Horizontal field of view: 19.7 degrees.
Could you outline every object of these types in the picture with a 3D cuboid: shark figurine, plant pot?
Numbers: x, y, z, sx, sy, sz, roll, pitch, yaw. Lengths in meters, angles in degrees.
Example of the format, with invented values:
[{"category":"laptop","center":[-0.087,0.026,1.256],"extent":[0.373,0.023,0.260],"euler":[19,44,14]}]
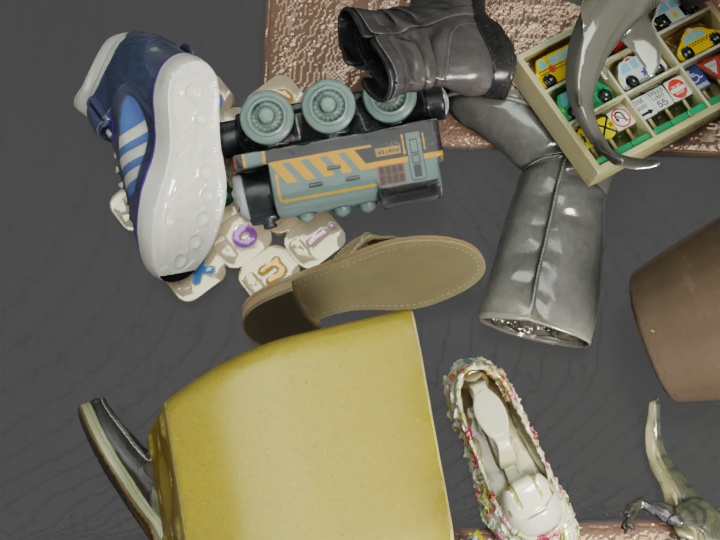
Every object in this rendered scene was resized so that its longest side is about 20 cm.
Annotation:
[{"category":"shark figurine","center":[0.196,-0.184,1.688],"extent":[0.128,0.090,0.215],"euler":[12,72,21]},{"category":"plant pot","center":[-0.058,0.157,1.625],"extent":[0.200,0.196,0.195],"euler":[-6,75,-13]},{"category":"plant pot","center":[0.318,0.028,1.683],"extent":[0.174,0.200,0.201],"euler":[-21,75,17]}]

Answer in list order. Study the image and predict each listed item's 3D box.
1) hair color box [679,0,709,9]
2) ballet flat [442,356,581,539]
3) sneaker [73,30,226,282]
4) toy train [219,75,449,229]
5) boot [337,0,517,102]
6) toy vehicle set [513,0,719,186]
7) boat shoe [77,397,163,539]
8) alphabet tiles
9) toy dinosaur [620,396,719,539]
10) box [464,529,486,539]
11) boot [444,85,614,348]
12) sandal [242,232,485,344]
[{"category":"hair color box","center":[0.327,-0.330,1.783],"extent":[0.200,0.064,0.111],"euler":[-42,102,-17]},{"category":"ballet flat","center":[0.121,0.161,1.705],"extent":[0.076,0.064,0.200],"euler":[-27,77,-5]},{"category":"sneaker","center":[-0.186,-0.104,1.772],"extent":[0.080,0.146,0.200],"euler":[-10,113,-39]},{"category":"toy train","center":[-0.019,-0.102,1.755],"extent":[0.200,0.085,0.114],"euler":[-10,86,0]},{"category":"boot","center":[0.039,-0.213,1.741],"extent":[0.131,0.070,0.200],"euler":[-1,36,-22]},{"category":"toy vehicle set","center":[0.237,-0.165,1.764],"extent":[0.200,0.027,0.124],"euler":[-28,75,-26]},{"category":"boat shoe","center":[-0.160,0.184,1.712],"extent":[0.065,0.073,0.200],"euler":[-33,87,-11]},{"category":"alphabet tiles","center":[-0.108,-0.071,1.797],"extent":[0.196,0.015,0.200],"euler":[-38,77,-6]},{"category":"toy dinosaur","center":[0.261,0.209,1.697],"extent":[0.088,0.047,0.200],"euler":[-27,76,-19]},{"category":"box","center":[0.134,0.307,1.667],"extent":[0.070,0.064,0.200],"euler":[-41,77,-8]},{"category":"boot","center":[0.132,-0.049,1.760],"extent":[0.182,0.073,0.200],"euler":[16,83,7]},{"category":"sandal","center":[-0.002,-0.004,1.750],"extent":[0.211,0.078,0.070],"euler":[-19,40,11]}]
